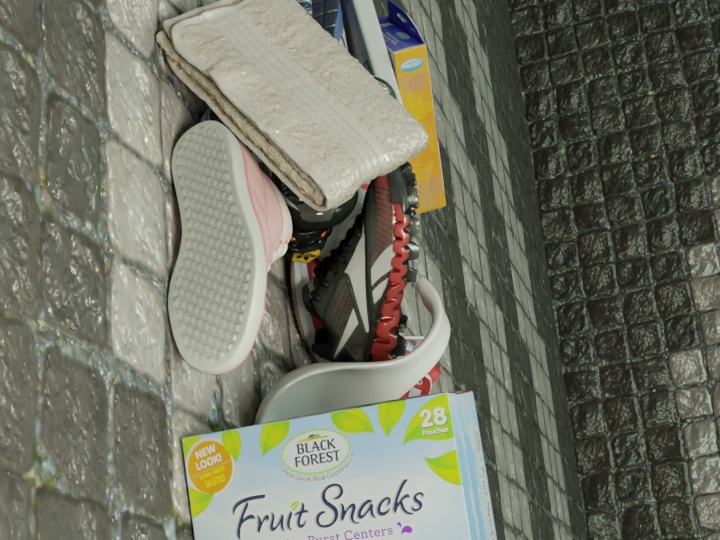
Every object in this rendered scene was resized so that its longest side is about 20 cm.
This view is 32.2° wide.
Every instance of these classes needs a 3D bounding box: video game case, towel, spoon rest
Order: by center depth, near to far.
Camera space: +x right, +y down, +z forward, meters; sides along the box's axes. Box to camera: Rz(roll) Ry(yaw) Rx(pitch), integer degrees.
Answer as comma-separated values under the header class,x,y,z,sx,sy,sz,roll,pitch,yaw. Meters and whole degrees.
class,x,y,z,sx,sy,sz,roll,pitch,yaw
towel,-0.051,-0.140,0.955,0.200,0.035,0.132,44,49,14
spoon rest,-0.003,0.088,1.007,0.061,0.200,0.100,37,-19,44
video game case,-0.008,-0.233,1.302,0.182,0.023,0.202,151,-78,-77

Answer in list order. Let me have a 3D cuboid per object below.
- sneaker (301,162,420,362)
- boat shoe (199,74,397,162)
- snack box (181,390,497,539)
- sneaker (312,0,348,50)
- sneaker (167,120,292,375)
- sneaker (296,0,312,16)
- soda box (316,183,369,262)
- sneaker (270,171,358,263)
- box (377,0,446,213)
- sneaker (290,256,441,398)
class,x,y,z,sx,sy,sz,roll,pitch,yaw
sneaker,0.000,0.000,1.068,0.071,0.097,0.203,-81,179,-64
boat shoe,-0.036,-0.131,1.030,0.199,0.071,0.073,-19,81,-39
snack box,-0.011,0.179,0.838,0.068,0.198,0.171,13,68,-69
sneaker,-0.044,-0.213,1.258,0.082,0.073,0.202,35,45,-81
sneaker,-0.088,-0.005,0.927,0.105,0.075,0.202,46,31,-54
sneaker,-0.074,-0.197,1.147,0.085,0.076,0.202,118,-46,-67
soda box,0.004,-0.040,1.215,0.063,0.068,0.200,39,11,-4
sneaker,-0.042,-0.045,1.067,0.200,0.069,0.091,-120,-151,-72
box,0.041,-0.173,1.294,0.119,0.041,0.202,-127,-157,-59
sneaker,0.009,0.060,1.166,0.072,0.111,0.202,-77,152,-57
